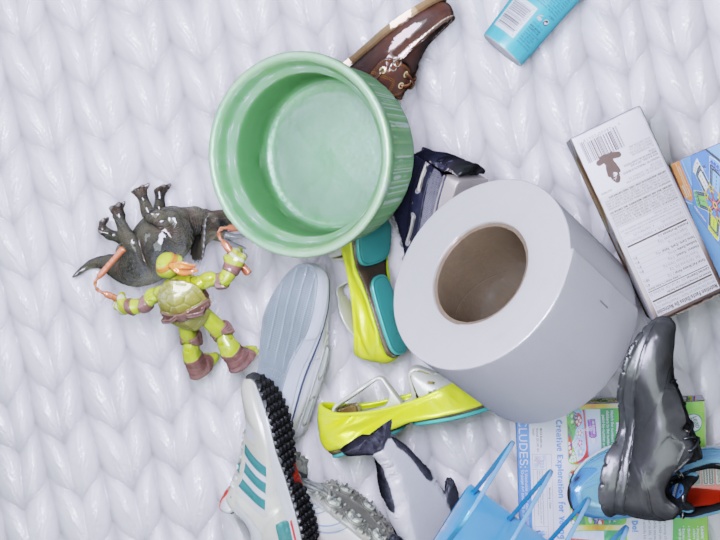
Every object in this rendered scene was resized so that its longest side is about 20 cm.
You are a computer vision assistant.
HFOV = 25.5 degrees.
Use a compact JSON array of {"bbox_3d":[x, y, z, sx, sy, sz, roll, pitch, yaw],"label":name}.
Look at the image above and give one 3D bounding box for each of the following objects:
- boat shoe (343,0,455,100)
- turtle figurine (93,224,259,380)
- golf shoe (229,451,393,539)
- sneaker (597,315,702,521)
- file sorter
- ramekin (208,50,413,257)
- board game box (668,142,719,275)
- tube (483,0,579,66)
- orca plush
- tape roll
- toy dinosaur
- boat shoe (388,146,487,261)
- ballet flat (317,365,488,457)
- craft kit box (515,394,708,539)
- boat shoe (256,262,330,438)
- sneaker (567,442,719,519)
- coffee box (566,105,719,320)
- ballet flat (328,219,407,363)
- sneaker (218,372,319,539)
[{"bbox_3d":[0.022,-0.204,1.650,0.199,0.070,0.071,-37,81,18],"label":"boat shoe"},{"bbox_3d":[-0.168,0.036,1.662,0.199,0.065,0.162,-20,119,13],"label":"turtle figurine"},{"bbox_3d":[-0.053,0.266,1.697,0.199,0.078,0.098,32,104,15],"label":"golf shoe"},{"bbox_3d":[0.289,0.145,1.531,0.090,0.076,0.202,11,97,22],"label":"sneaker"},{"bbox_3d":[0.180,0.288,1.560,0.199,0.139,0.123,36,135,4],"label":"file sorter"},{"bbox_3d":[-0.043,-0.116,1.589,0.198,0.098,0.202,2,95,24],"label":"ramekin"},{"bbox_3d":[0.401,-0.036,1.627,0.102,0.019,0.201,-23,90,8],"label":"board game box"},{"bbox_3d":[0.208,-0.302,1.628,0.077,0.050,0.200,40,94,0],"label":"tube"},{"bbox_3d":[0.034,0.239,1.663,0.200,0.071,0.106,47,64,-35],"label":"orca plush"},{"bbox_3d":[0.151,0.031,1.556,0.202,0.139,0.204,-20,53,29],"label":"tape roll"},{"bbox_3d":[-0.226,-0.029,1.698,0.199,0.077,0.103,-30,82,7],"label":"toy dinosaur"},{"bbox_3d":[0.067,-0.033,1.663,0.093,0.074,0.201,32,116,38],"label":"boat shoe"},{"bbox_3d":[0.046,0.137,1.664,0.199,0.067,0.068,-18,92,12],"label":"ballet flat"},{"bbox_3d":[0.262,0.232,1.656,0.196,0.049,0.202,-1,94,11],"label":"craft kit box"},{"bbox_3d":[-0.067,0.087,1.688,0.073,0.066,0.201,31,108,38],"label":"boat shoe"},{"bbox_3d":[0.303,0.210,1.582,0.198,0.090,0.079,-9,93,10],"label":"sneaker"},{"bbox_3d":[0.284,-0.056,1.597,0.079,0.114,0.201,-25,91,7],"label":"coffee box"},{"bbox_3d":[0.000,0.000,1.675,0.067,0.067,0.202,-7,94,38],"label":"ballet flat"},{"bbox_3d":[-0.110,0.209,1.633,0.093,0.070,0.201,-14,93,15],"label":"sneaker"}]
